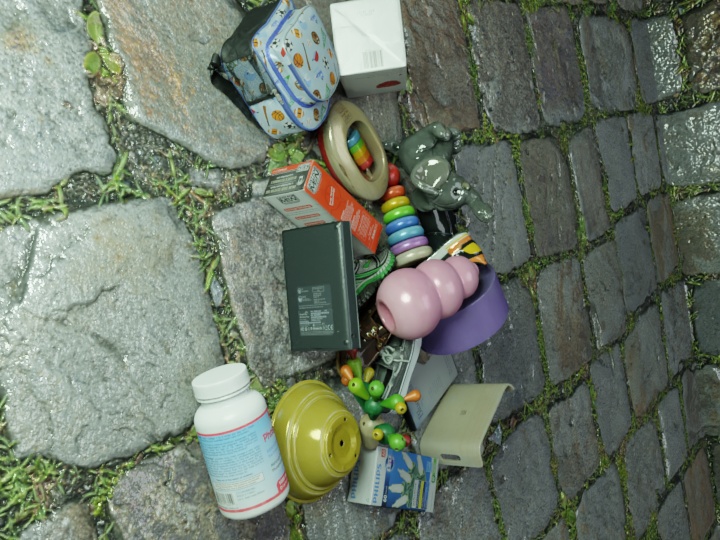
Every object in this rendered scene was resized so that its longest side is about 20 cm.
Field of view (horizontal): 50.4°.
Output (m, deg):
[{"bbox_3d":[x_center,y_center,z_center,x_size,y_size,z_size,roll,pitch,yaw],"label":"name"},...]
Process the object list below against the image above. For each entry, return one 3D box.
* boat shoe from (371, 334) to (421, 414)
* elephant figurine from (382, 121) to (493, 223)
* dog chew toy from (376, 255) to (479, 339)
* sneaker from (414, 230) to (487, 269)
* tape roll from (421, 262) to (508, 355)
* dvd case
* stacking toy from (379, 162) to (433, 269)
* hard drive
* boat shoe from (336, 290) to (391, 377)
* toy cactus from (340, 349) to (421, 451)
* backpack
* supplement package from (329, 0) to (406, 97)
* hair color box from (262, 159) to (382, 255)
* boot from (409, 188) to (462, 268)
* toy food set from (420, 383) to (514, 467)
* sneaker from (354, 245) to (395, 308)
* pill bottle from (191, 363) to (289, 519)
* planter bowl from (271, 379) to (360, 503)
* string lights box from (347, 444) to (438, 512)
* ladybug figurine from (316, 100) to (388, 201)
[{"bbox_3d":[0.057,0.167,1.434,0.067,0.073,0.203,15,93,-40],"label":"boat shoe"},{"bbox_3d":[0.150,-0.175,1.487,0.140,0.154,0.204,20,55,-42],"label":"elephant figurine"},{"bbox_3d":[0.126,0.038,1.361,0.197,0.124,0.127,-26,107,-21],"label":"dog chew toy"},{"bbox_3d":[0.152,0.021,1.454,0.090,0.200,0.070,50,14,17],"label":"sneaker"},{"bbox_3d":[0.186,0.071,1.509,0.200,0.197,0.086,-49,123,-41],"label":"tape roll"},{"bbox_3d":[0.131,0.209,1.568,0.200,0.017,0.145,-43,119,-44],"label":"dvd case"},{"bbox_3d":[0.070,-0.110,1.476,0.085,0.085,0.204,-9,78,-50],"label":"stacking toy"},{"bbox_3d":[-0.067,0.028,1.249,0.033,0.138,0.205,-4,88,-49],"label":"hard drive"},{"bbox_3d":[0.021,0.109,1.400,0.070,0.070,0.202,44,54,-25],"label":"boat shoe"},{"bbox_3d":[0.027,0.235,1.300,0.101,0.200,0.167,-23,140,-27],"label":"toy cactus"},{"bbox_3d":[-0.118,-0.317,1.230,0.202,0.151,0.192,-62,141,-38],"label":"backpack"},{"bbox_3d":[0.019,-0.389,1.351,0.200,0.119,0.123,-29,112,-85],"label":"supplement package"},{"bbox_3d":[-0.061,-0.099,1.303,0.200,0.100,0.062,40,57,-41],"label":"hair color box"},{"bbox_3d":[0.142,-0.091,1.577,0.197,0.072,0.166,-23,100,-48],"label":"boot"},{"bbox_3d":[0.221,0.312,1.568,0.061,0.142,0.201,59,45,-26],"label":"toy food set"},{"bbox_3d":[0.000,0.000,1.386,0.085,0.078,0.200,46,35,-2],"label":"sneaker"},{"bbox_3d":[-0.178,0.245,1.110,0.108,0.107,0.204,-27,107,-49],"label":"pill bottle"},{"bbox_3d":[-0.057,0.285,1.275,0.198,0.082,0.205,9,78,-49],"label":"planter bowl"},{"bbox_3d":[0.064,0.390,1.430,0.199,0.058,0.105,25,68,-47],"label":"string lights box"},{"bbox_3d":[-0.020,-0.215,1.390,0.136,0.071,0.202,-55,127,-38],"label":"ladybug figurine"}]
